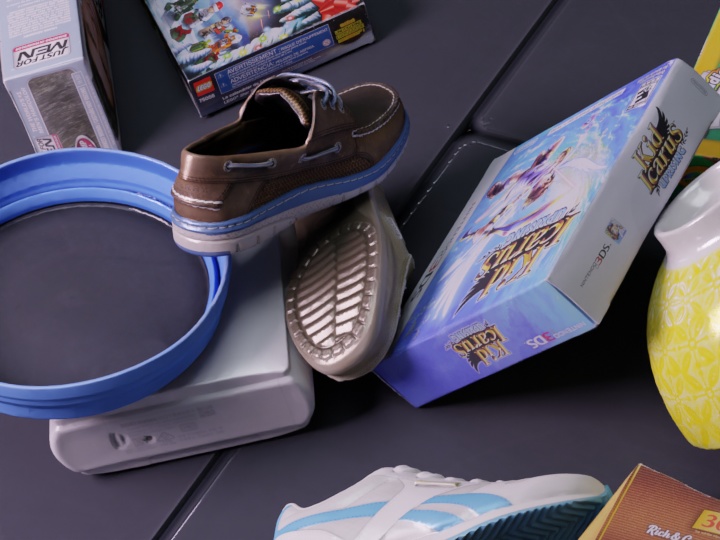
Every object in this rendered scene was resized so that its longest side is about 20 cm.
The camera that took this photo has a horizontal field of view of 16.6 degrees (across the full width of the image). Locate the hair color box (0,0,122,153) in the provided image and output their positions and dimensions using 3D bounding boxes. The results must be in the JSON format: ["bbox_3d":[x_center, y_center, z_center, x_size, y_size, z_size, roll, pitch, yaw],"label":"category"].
[{"bbox_3d":[-0.216,-0.172,1.742,0.060,0.099,0.200,-15,46,3],"label":"hair color box"}]

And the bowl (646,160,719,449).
[{"bbox_3d":[0.227,-0.005,1.377,0.200,0.108,0.200,-40,10,8],"label":"bowl"}]

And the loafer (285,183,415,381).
[{"bbox_3d":[0.000,0.000,1.525,0.076,0.068,0.200,-29,34,22],"label":"loafer"}]

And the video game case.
[{"bbox_3d":[0.107,-0.021,1.461,0.200,0.045,0.181,-29,25,56],"label":"video game case"}]

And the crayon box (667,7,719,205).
[{"bbox_3d":[0.277,-0.119,1.568,0.119,0.058,0.200,9,53,25],"label":"crayon box"}]

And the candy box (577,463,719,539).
[{"bbox_3d":[0.144,0.208,1.317,0.117,0.057,0.200,23,58,34],"label":"candy box"}]

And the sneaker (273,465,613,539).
[{"bbox_3d":[0.044,0.144,1.392,0.199,0.077,0.081,-14,44,2],"label":"sneaker"}]

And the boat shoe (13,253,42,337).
[{"bbox_3d":[-0.238,0.021,1.581,0.073,0.062,0.200,-42,39,-5],"label":"boat shoe"}]

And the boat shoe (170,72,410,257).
[{"bbox_3d":[-0.037,-0.079,1.498,0.072,0.073,0.200,18,36,30],"label":"boat shoe"}]

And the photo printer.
[{"bbox_3d":[-0.115,0.023,1.554,0.166,0.070,0.200,-12,47,7],"label":"photo printer"}]

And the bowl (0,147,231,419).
[{"bbox_3d":[-0.176,0.008,1.493,0.200,0.039,0.201,-2,47,2],"label":"bowl"}]

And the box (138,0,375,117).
[{"bbox_3d":[-0.089,-0.207,1.776,0.137,0.040,0.200,-24,46,-6],"label":"box"}]
